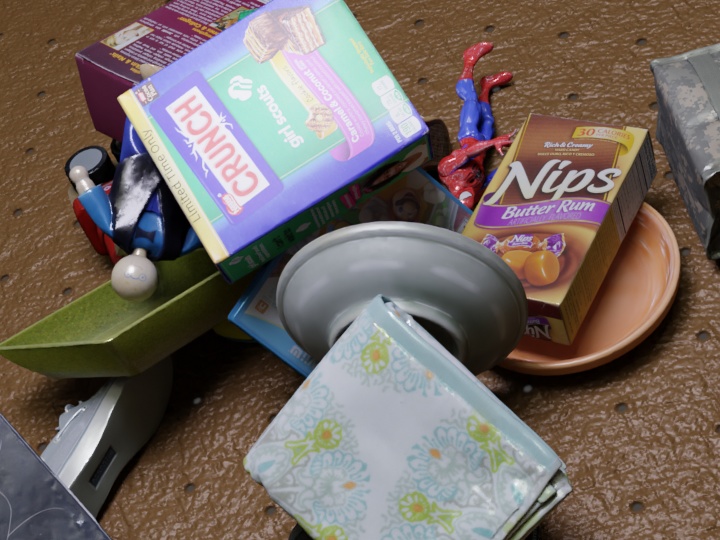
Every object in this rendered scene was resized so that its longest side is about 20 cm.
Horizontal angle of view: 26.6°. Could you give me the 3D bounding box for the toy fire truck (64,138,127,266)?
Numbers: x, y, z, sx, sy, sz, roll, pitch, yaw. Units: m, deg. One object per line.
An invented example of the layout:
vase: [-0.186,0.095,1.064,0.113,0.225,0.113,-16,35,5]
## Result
toy fire truck: [-0.180,-0.066,1.432,0.175,0.129,0.200,-26,42,-3]

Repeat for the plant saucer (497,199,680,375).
plant saucer: [0.173,0.012,1.293,0.198,0.038,0.201,-11,46,12]

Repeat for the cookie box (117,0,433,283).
cookie box: [-0.068,-0.115,1.232,0.199,0.075,0.172,-32,74,-2]

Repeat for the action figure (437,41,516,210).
action figure: [0.127,-0.133,1.415,0.098,0.065,0.201,-14,44,34]

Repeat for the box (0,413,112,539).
box: [-0.285,0.248,1.149,0.196,0.124,0.200,-41,81,-18]

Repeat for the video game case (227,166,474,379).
video game case: [0.000,0.000,1.278,0.201,0.143,0.018,-56,20,-9]

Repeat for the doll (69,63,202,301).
doll: [-0.181,-0.071,1.302,0.135,0.048,0.202,13,77,-17]

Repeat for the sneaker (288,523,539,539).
sneaker: [0.038,0.206,1.149,0.198,0.073,0.083,-15,58,16]

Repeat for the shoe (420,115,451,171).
shoe: [0.029,-0.118,1.381,0.053,0.200,0.071,-2,86,21]

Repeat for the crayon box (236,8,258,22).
crayon box: [-0.063,-0.128,1.399,0.058,0.201,0.119,-7,47,13]

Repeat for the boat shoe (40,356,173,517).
boat shoe: [-0.236,0.144,1.316,0.071,0.070,0.202,12,56,30]

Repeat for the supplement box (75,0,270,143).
supplement box: [-0.153,-0.196,1.441,0.199,0.086,0.110,-35,44,-30]

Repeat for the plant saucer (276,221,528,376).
plant saucer: [0.031,0.045,1.184,0.198,0.201,0.051,-7,49,16]

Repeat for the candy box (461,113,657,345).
candy box: [0.159,-0.040,1.282,0.116,0.057,0.201,11,53,30]

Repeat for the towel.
towel: [0.032,0.144,1.104,0.200,0.048,0.171,43,99,16]

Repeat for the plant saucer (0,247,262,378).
plant saucer: [-0.191,0.041,1.342,0.200,0.048,0.199,-34,17,-37]

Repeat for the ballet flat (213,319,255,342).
ballet flat: [-0.049,0.023,1.351,0.198,0.067,0.067,0,45,22]

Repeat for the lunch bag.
lunch bag: [0.363,-0.118,1.280,0.198,0.118,0.165,-13,46,3]
